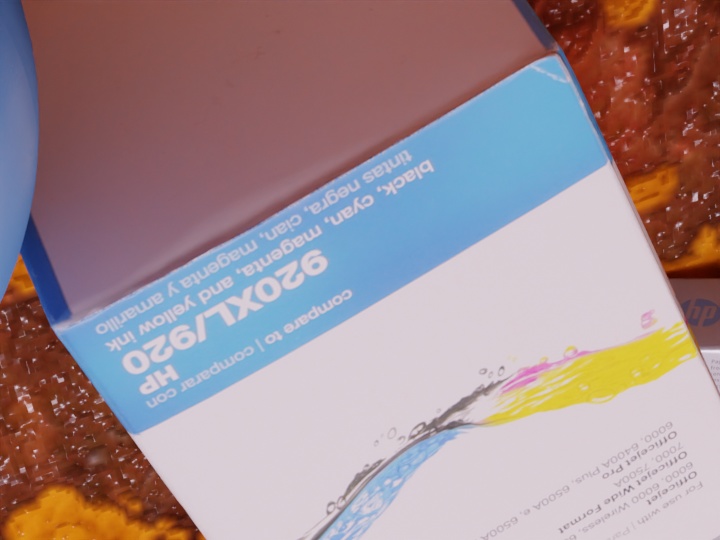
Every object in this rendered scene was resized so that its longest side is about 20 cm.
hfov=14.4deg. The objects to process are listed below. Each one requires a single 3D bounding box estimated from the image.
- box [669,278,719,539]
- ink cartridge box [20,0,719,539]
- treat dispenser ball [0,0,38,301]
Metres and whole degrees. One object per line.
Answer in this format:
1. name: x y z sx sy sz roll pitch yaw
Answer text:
1. box: 0.170 0.091 0.999 0.155 0.041 0.201 0 130 0
2. ink cartridge box: 0.000 0.000 0.801 0.144 0.147 0.200 -30 133 1
3. treat dispenser ball: -0.174 -0.034 0.652 0.200 0.201 0.202 -13 132 -15
